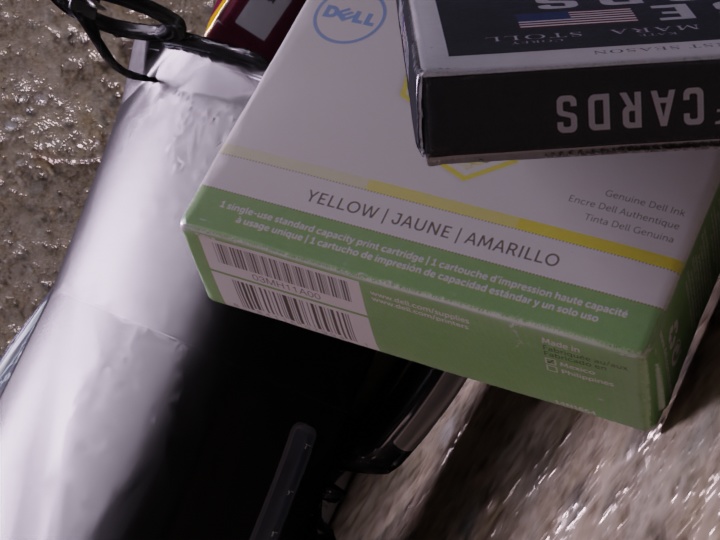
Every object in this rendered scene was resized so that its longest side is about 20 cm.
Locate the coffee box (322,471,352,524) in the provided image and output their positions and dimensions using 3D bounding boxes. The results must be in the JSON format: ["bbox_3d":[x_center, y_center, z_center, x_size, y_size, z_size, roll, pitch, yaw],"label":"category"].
[{"bbox_3d":[-0.079,0.090,0.890,0.080,0.113,0.201,-16,39,50],"label":"coffee box"}]

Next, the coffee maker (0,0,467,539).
[{"bbox_3d":[-0.065,0.030,0.754,0.201,0.191,0.135,-67,21,-5],"label":"coffee maker"}]

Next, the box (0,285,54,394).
[{"bbox_3d":[-0.188,0.117,1.375,0.197,0.124,0.200,-61,10,-32],"label":"box"}]

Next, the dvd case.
[{"bbox_3d":[0.084,-0.065,0.558,0.200,0.149,0.025,-92,-2,-74],"label":"dvd case"}]

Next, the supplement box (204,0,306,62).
[{"bbox_3d":[0.014,-0.159,0.914,0.111,0.085,0.201,-51,14,33],"label":"supplement box"}]

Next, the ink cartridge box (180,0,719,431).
[{"bbox_3d":[0.054,-0.060,0.666,0.201,0.145,0.048,-63,-24,-28],"label":"ink cartridge box"}]
